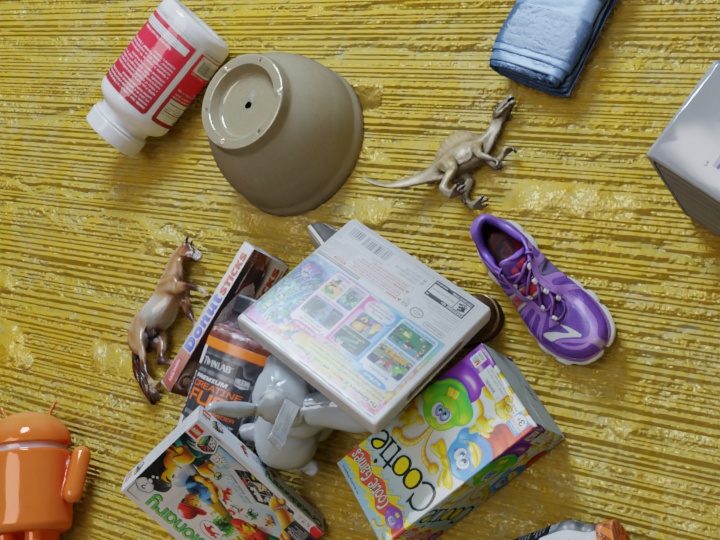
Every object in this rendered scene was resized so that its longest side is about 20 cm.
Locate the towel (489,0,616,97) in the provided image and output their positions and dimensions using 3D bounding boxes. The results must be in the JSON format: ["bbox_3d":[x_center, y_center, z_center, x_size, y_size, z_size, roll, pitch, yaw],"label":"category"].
[{"bbox_3d":[0.230,-0.302,1.110,0.111,0.048,0.203,26,91,31],"label":"towel"}]

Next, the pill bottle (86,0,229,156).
[{"bbox_3d":[-0.279,-0.259,1.341,0.201,0.112,0.112,-49,60,8],"label":"pill bottle"}]

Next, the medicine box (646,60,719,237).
[{"bbox_3d":[0.374,-0.067,0.876,0.182,0.199,0.104,41,99,30],"label":"medicine box"}]

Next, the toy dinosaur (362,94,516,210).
[{"bbox_3d":[0.108,-0.117,1.133,0.198,0.058,0.102,-32,49,9],"label":"toy dinosaur"}]

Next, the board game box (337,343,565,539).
[{"bbox_3d":[0.093,0.186,1.018,0.199,0.103,0.106,-41,61,13],"label":"board game box"}]

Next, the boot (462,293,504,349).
[{"bbox_3d":[0.056,0.074,1.087,0.198,0.075,0.075,-28,66,21],"label":"boot"}]

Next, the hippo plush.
[{"bbox_3d":[-0.050,0.156,1.059,0.157,0.163,0.201,24,48,13],"label":"hippo plush"}]

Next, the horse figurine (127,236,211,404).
[{"bbox_3d":[-0.250,0.068,1.268,0.132,0.049,0.202,38,102,44],"label":"horse figurine"}]

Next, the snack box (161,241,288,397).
[{"bbox_3d":[-0.166,0.065,1.212,0.024,0.072,0.202,33,93,37],"label":"snack box"}]

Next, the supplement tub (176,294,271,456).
[{"bbox_3d":[-0.146,0.135,1.162,0.105,0.107,0.204,15,84,31],"label":"supplement tub"}]

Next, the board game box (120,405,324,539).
[{"bbox_3d":[-0.151,0.261,1.099,0.126,0.035,0.200,-42,106,12],"label":"board game box"}]

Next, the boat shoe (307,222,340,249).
[{"bbox_3d":[0.000,0.000,1.138,0.056,0.068,0.201,-28,42,-9],"label":"boat shoe"}]

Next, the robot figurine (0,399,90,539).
[{"bbox_3d":[-0.429,0.272,1.277,0.143,0.115,0.204,-25,65,44],"label":"robot figurine"}]

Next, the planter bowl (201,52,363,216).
[{"bbox_3d":[-0.113,-0.184,1.216,0.197,0.134,0.205,-9,72,27],"label":"planter bowl"}]

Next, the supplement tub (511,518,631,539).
[{"bbox_3d":[0.167,0.314,0.932,0.198,0.122,0.125,-27,65,20],"label":"supplement tub"}]

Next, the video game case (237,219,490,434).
[{"bbox_3d":[0.003,0.049,1.013,0.199,0.024,0.182,34,60,28],"label":"video game case"}]

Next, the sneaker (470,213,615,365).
[{"bbox_3d":[0.179,0.018,1.029,0.081,0.083,0.200,-48,61,9],"label":"sneaker"}]
